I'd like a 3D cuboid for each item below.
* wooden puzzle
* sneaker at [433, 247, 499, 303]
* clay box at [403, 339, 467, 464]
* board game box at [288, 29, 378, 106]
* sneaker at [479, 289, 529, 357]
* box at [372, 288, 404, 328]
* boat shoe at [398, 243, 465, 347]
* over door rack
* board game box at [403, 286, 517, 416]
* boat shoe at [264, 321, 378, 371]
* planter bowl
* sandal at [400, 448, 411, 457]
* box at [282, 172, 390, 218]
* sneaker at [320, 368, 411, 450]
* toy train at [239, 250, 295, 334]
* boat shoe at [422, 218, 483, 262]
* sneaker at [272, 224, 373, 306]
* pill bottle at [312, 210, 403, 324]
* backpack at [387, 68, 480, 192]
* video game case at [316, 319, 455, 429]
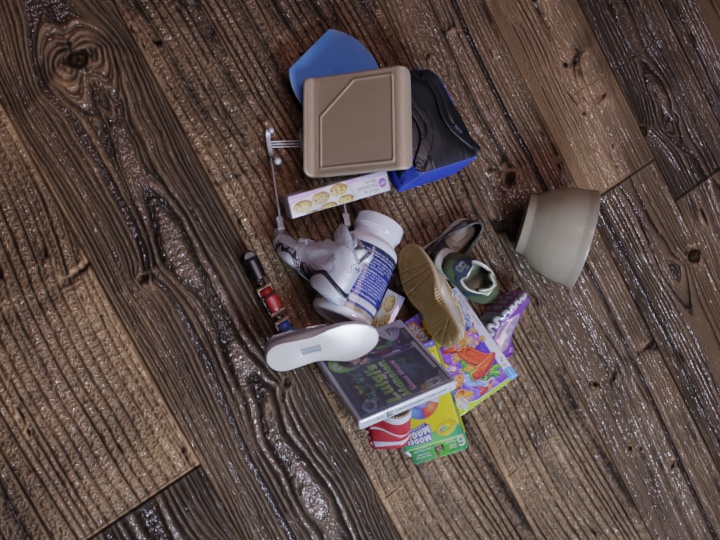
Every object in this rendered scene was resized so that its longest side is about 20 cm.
[{"bbox_3d":[-0.005,-0.263,1.230,0.196,0.037,0.189,-2,82,12],"label":"wooden puzzle"},{"bbox_3d":[0.228,0.025,1.323,0.199,0.089,0.068,32,87,-41],"label":"sneaker"},{"bbox_3d":[0.113,0.239,1.244,0.113,0.048,0.203,-20,78,11],"label":"clay box"},{"bbox_3d":[-0.049,-0.361,1.328,0.158,0.039,0.201,44,64,-12],"label":"board game box"},{"bbox_3d":[0.278,0.129,1.378,0.089,0.080,0.201,45,75,-15],"label":"sneaker"},{"bbox_3d":[0.025,0.133,1.288,0.041,0.039,0.202,26,73,3],"label":"box"},{"bbox_3d":[0.133,0.044,1.268,0.069,0.073,0.203,-8,73,-62],"label":"boat shoe"},{"bbox_3d":[-0.093,-0.170,1.273,0.145,0.066,0.204,-4,84,-21],"label":"over door rack"},{"bbox_3d":[0.183,0.153,1.296,0.133,0.045,0.202,-34,76,-2],"label":"board game box"},{"bbox_3d":[-0.069,0.123,1.190,0.196,0.069,0.073,-17,116,-6],"label":"boat shoe"},{"bbox_3d":[0.392,-0.080,1.402,0.132,0.201,0.204,15,76,8],"label":"planter bowl"},{"bbox_3d":[0.100,0.248,1.300,0.081,0.050,0.207,-10,86,-23],"label":"sandal"},{"bbox_3d":[-0.043,-0.140,1.239,0.197,0.039,0.042,-17,105,-20],"label":"box"},{"bbox_3d":[0.008,0.238,1.204,0.071,0.198,0.114,-35,137,-31],"label":"sneaker"},{"bbox_3d":[-0.158,0.056,1.226,0.034,0.046,0.202,-28,94,-22],"label":"toy train"},{"bbox_3d":[0.168,-0.035,1.359,0.073,0.065,0.200,45,70,-11],"label":"boat shoe"},{"bbox_3d":[-0.064,-0.032,1.198,0.115,0.199,0.075,-49,143,-2],"label":"sneaker"},{"bbox_3d":[0.000,0.000,1.259,0.114,0.115,0.203,28,74,-15],"label":"pill bottle"},{"bbox_3d":[0.094,-0.264,1.306,0.161,0.167,0.203,-20,84,-32],"label":"backpack"},{"bbox_3d":[0.036,0.169,1.174,0.179,0.200,0.024,-19,125,-18],"label":"video game case"}]
